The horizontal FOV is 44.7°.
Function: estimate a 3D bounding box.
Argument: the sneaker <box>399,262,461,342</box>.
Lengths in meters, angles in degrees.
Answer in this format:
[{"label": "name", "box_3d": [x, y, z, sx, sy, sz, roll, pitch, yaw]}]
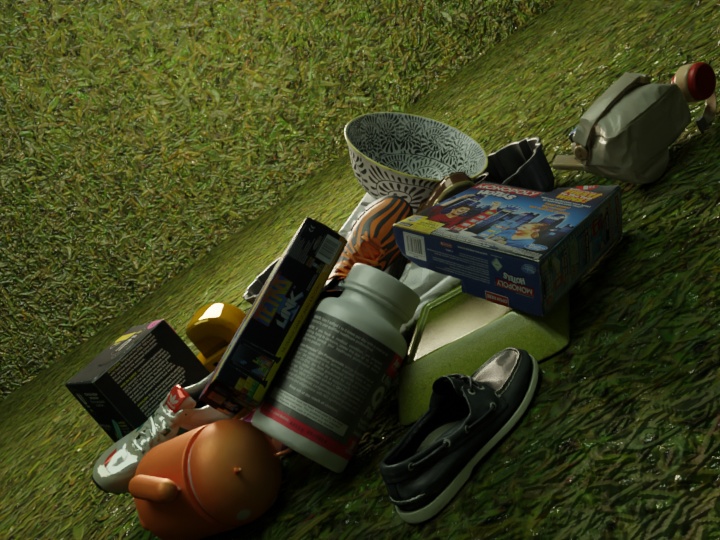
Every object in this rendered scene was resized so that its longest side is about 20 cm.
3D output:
[{"label": "sneaker", "box_3d": [0.096, -0.002, 1.081, 0.200, 0.082, 0.075, -39, -22, -7]}]

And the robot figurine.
[{"label": "robot figurine", "box_3d": [-0.168, 0.230, 0.951, 0.200, 0.144, 0.117, -27, 35, 35]}]

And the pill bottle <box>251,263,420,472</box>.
[{"label": "pill bottle", "box_3d": [-0.019, 0.097, 0.911, 0.200, 0.111, 0.111, -61, 19, -10]}]

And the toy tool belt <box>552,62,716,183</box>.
[{"label": "toy tool belt", "box_3d": [0.331, -0.186, 1.075, 0.200, 0.125, 0.123, -42, 23, -23]}]

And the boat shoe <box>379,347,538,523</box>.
[{"label": "boat shoe", "box_3d": [0.084, 0.125, 0.771, 0.199, 0.066, 0.074, -44, 18, -24]}]

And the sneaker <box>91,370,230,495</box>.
[{"label": "sneaker", "box_3d": [-0.233, 0.182, 1.043, 0.200, 0.094, 0.070, -28, 50, -30]}]

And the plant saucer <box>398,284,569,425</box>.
[{"label": "plant saucer", "box_3d": [0.125, 0.057, 0.938, 0.200, 0.048, 0.200, -31, 15, 25]}]

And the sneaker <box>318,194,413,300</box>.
[{"label": "sneaker", "box_3d": [0.000, 0.000, 1.082, 0.200, 0.078, 0.112, -54, 9, 11]}]

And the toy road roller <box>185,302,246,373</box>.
[{"label": "toy road roller", "box_3d": [-0.169, 0.101, 1.311, 0.200, 0.146, 0.123, -34, 14, 10]}]

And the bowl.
[{"label": "bowl", "box_3d": [0.067, -0.135, 1.212, 0.201, 0.200, 0.094, -58, -15, -56]}]

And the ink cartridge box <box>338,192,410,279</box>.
[{"label": "ink cartridge box", "box_3d": [0.025, -0.031, 1.263, 0.200, 0.083, 0.145, -59, -15, -55]}]

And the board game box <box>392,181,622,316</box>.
[{"label": "board game box", "box_3d": [0.175, -0.039, 0.927, 0.200, 0.062, 0.200, -25, 28, -33]}]

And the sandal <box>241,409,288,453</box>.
[{"label": "sandal", "box_3d": [-0.112, 0.186, 1.024, 0.203, 0.082, 0.050, -46, -14, 22]}]

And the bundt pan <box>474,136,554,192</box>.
[{"label": "bundt pan", "box_3d": [0.188, -0.100, 1.235, 0.202, 0.076, 0.202, -35, 14, 10]}]

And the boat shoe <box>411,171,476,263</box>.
[{"label": "boat shoe", "box_3d": [0.096, -0.065, 1.118, 0.072, 0.068, 0.200, -11, -28, -16]}]

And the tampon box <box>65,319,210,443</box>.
[{"label": "tampon box", "box_3d": [-0.269, 0.183, 1.175, 0.126, 0.200, 0.150, -45, 16, -29]}]

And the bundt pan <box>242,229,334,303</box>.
[{"label": "bundt pan", "box_3d": [-0.106, 0.015, 1.551, 0.202, 0.076, 0.202, -35, 14, 10]}]

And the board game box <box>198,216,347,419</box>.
[{"label": "board game box", "box_3d": [-0.099, 0.057, 0.961, 0.200, 0.057, 0.165, -62, 8, -22]}]
